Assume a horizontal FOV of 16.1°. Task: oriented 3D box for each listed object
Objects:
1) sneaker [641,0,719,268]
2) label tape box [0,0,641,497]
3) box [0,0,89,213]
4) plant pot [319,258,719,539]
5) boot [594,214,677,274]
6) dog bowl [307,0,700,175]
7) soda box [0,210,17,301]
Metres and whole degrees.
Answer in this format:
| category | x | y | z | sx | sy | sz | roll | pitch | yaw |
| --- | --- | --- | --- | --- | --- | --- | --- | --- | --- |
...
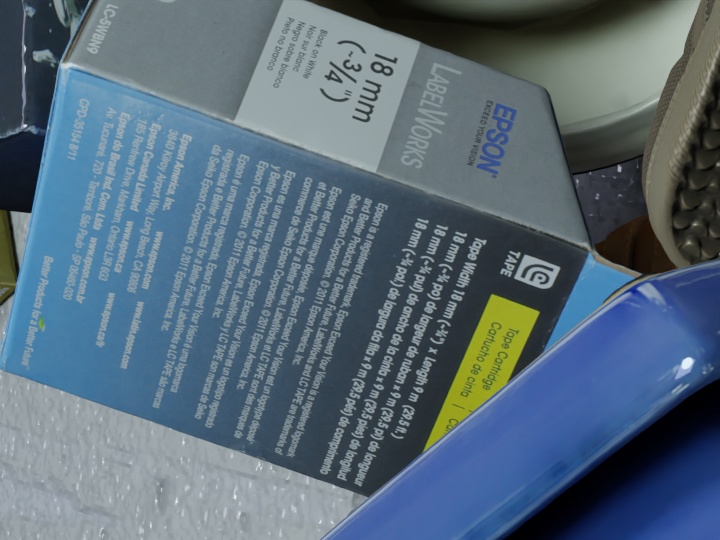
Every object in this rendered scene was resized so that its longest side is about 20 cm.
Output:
| category | x | y | z | sx | sy | sz | roll | pitch | yaw |
| --- | --- | --- | --- | --- | --- | --- | --- | --- | --- |
| sneaker | 0.122 | -0.094 | 0.648 | 0.076 | 0.070 | 0.200 | -89 | 23 | -65 |
| label tape box | 0.000 | 0.000 | 0.781 | 0.144 | 0.200 | 0.063 | 111 | 178 | -48 |
| box | -0.065 | -0.121 | 0.922 | 0.124 | 0.200 | 0.197 | -12 | 76 | 52 |
| plant pot | 0.108 | 0.102 | 0.627 | 0.200 | 0.200 | 0.180 | -43 | 69 | 40 |
| boot | 0.123 | -0.017 | 0.767 | 0.155 | 0.077 | 0.200 | -14 | 86 | 49 |
| dog bowl | 0.053 | -0.127 | 0.782 | 0.200 | 0.200 | 0.074 | -57 | 29 | 31 |
| soda box | -0.247 | 0.019 | 1.256 | 0.200 | 0.068 | 0.064 | -39 | 55 | 44 |
